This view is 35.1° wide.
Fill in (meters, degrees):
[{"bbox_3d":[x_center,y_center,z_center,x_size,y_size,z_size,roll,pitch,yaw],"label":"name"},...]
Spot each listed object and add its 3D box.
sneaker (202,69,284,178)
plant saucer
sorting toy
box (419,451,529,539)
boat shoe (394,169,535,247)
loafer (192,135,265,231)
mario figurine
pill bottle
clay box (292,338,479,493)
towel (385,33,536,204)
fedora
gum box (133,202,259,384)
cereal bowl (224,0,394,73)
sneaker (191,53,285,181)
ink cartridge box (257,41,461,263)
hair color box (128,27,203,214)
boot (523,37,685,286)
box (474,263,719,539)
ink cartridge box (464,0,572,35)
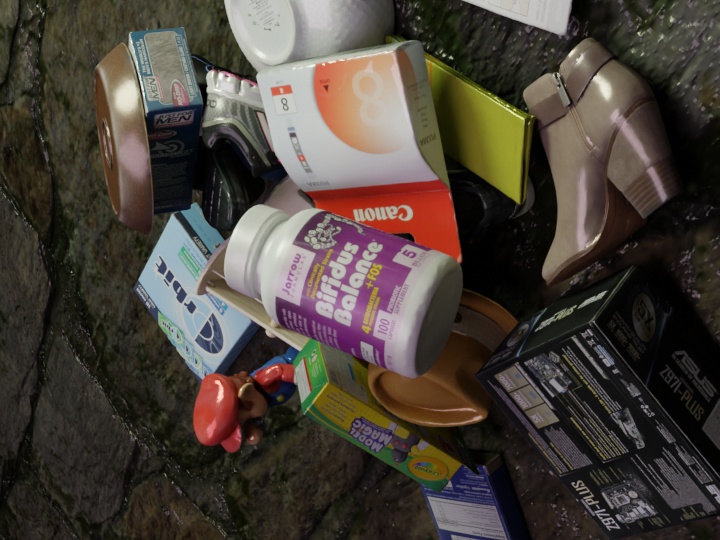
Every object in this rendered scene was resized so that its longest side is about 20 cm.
[{"bbox_3d":[-0.072,-0.127,1.134,0.198,0.074,0.088,21,97,1],"label":"sneaker"},{"bbox_3d":[-0.252,-0.135,1.196,0.200,0.034,0.203,171,90,-72],"label":"plant saucer"},{"bbox_3d":[-0.052,-0.008,1.234,0.199,0.107,0.181,32,123,9],"label":"sorting toy"},{"bbox_3d":[0.135,0.294,1.269,0.120,0.032,0.202,-4,109,50],"label":"box"},{"bbox_3d":[0.074,-0.051,1.079,0.198,0.066,0.075,-7,108,50],"label":"boat shoe"},{"bbox_3d":[-0.136,-0.097,1.226,0.200,0.071,0.074,-119,37,-59],"label":"loafer"},{"bbox_3d":[-0.104,0.150,1.308,0.106,0.199,0.124,36,137,28],"label":"mario figurine"},{"bbox_3d":[-0.018,0.011,1.015,0.198,0.112,0.113,20,130,20],"label":"pill bottle"},{"bbox_3d":[0.026,0.152,1.168,0.199,0.115,0.048,34,104,-20],"label":"clay box"},{"bbox_3d":[0.085,-0.139,1.017,0.200,0.018,0.087,41,145,43],"label":"towel"},{"bbox_3d":[0.071,0.095,1.100,0.198,0.082,0.202,9,142,7],"label":"fedora"},{"bbox_3d":[-0.209,0.036,1.481,0.170,0.044,0.200,52,141,10],"label":"gum box"},{"bbox_3d":[-0.066,-0.254,1.093,0.199,0.083,0.202,29,134,34],"label":"cereal bowl"},{"bbox_3d":[-0.128,-0.186,1.232,0.200,0.070,0.078,47,119,25],"label":"sneaker"},{"bbox_3d":[-0.002,-0.094,1.026,0.161,0.050,0.202,-2,105,37],"label":"ink cartridge box"},{"bbox_3d":[-0.211,-0.154,1.212,0.200,0.060,0.101,112,145,-60],"label":"hair color box"},{"bbox_3d":[0.180,-0.090,0.943,0.147,0.070,0.200,59,142,11],"label":"boot"},{"bbox_3d":[0.226,0.119,0.979,0.200,0.086,0.164,50,143,-4],"label":"box"},{"bbox_3d":[0.101,-0.299,0.913,0.199,0.050,0.164,25,131,26],"label":"ink cartridge box"}]
